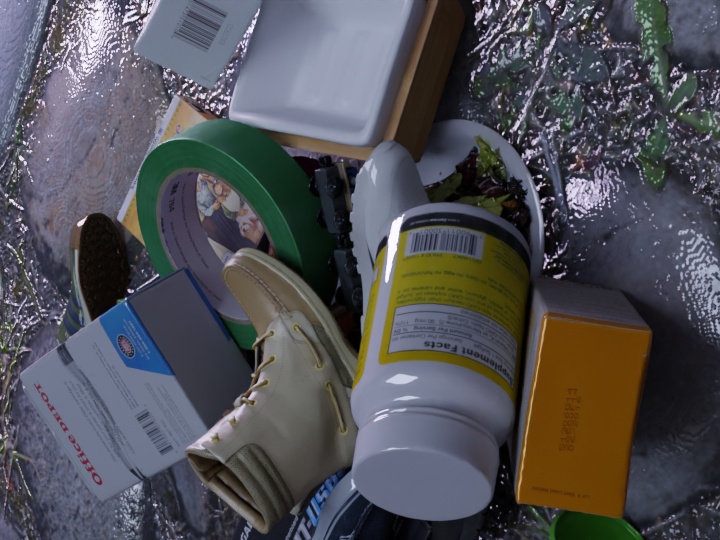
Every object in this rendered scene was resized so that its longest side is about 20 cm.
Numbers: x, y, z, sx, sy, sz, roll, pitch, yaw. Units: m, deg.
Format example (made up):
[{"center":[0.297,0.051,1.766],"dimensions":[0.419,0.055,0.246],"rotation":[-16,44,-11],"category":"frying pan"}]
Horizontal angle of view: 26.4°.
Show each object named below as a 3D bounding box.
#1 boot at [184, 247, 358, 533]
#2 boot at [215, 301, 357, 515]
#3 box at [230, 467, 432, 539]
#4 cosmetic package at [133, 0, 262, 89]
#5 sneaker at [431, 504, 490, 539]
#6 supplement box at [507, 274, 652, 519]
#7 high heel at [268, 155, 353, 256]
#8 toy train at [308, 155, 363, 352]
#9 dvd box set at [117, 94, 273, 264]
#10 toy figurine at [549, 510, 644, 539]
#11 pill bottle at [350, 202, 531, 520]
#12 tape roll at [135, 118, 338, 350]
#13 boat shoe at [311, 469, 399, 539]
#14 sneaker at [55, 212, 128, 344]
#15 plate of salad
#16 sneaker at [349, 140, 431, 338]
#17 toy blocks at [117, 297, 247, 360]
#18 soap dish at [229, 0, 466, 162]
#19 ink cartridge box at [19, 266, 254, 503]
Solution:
[{"center":[-0.082,0.092,1.217],"dimensions":[0.200,0.155,0.073],"rotation":[52,153,6],"category":"boot"},{"center":[-0.033,0.113,1.297],"dimensions":[0.107,0.200,0.075],"rotation":[32,156,15],"category":"boot"},{"center":[-0.022,0.235,1.342],"dimensions":[0.199,0.050,0.200],"rotation":[44,119,37],"category":"box"},{"center":[-0.125,-0.263,1.356],"dimensions":[0.113,0.081,0.200],"rotation":[-56,15,32],"category":"cosmetic package"},{"center":[0.066,0.128,1.194],"dimensions":[0.091,0.076,0.200],"rotation":[7,110,4],"category":"sneaker"},{"center":[0.147,0.080,1.058],"dimensions":[0.073,0.200,0.126],"rotation":[8,98,2],"category":"supplement box"},{"center":[-0.075,-0.012,1.363],"dimensions":[0.067,0.096,0.200],"rotation":[51,124,34],"category":"high heel"},{"center":[0.000,0.000,1.261],"dimensions":[0.034,0.046,0.200],"rotation":[4,112,53],"category":"toy train"},{"center":[-0.147,-0.063,1.475],"dimensions":[0.200,0.029,0.146],"rotation":[41,109,40],"category":"dvd box set"},{"center":[0.151,0.304,1.115],"dimensions":[0.200,0.150,0.184],"rotation":[-103,30,-45],"category":"toy figurine"},{"center":[0.055,0.062,1.062],"dimensions":[0.114,0.114,0.200],"rotation":[-31,37,43],"category":"pill bottle"},{"center":[-0.108,-0.030,1.323],"dimensions":[0.200,0.048,0.201],"rotation":[26,133,32],"category":"tape roll"},{"center":[0.005,0.238,1.237],"dimensions":[0.091,0.071,0.200],"rotation":[49,127,31],"category":"boat shoe"},{"center":[-0.290,0.046,1.613],"dimensions":[0.090,0.067,0.200],"rotation":[-16,81,40],"category":"sneaker"},{"center":[0.067,-0.024,1.247],"dimensions":[0.200,0.048,0.200],"rotation":[-1,88,47],"category":"plate of salad"},{"center":[0.044,-0.007,1.192],"dimensions":[0.080,0.076,0.200],"rotation":[12,125,32],"category":"sneaker"},{"center":[-0.173,0.111,1.484],"dimensions":[0.200,0.100,0.137],"rotation":[12,111,46],"category":"toy blocks"},{"center":[-0.011,-0.170,1.287],"dimensions":[0.200,0.081,0.157],"rotation":[14,86,47],"category":"soap dish"},{"center":[-0.198,0.106,1.389],"dimensions":[0.200,0.084,0.145],"rotation":[-31,93,44],"category":"ink cartridge box"}]
